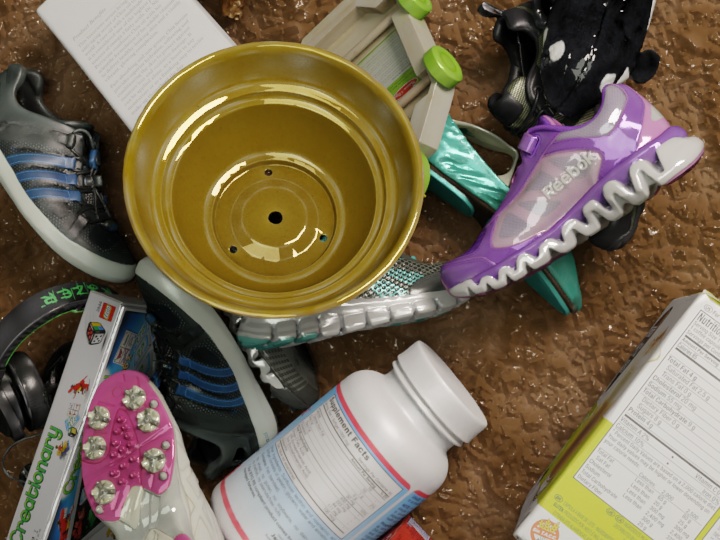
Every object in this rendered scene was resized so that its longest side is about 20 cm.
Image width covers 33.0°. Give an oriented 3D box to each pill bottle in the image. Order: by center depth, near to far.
[{"bbox_3d":[-0.007,0.147,0.913,0.200,0.109,0.109,-40,83,6],"label":"pill bottle"}]

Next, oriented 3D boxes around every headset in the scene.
[{"bbox_3d":[-0.237,0.103,0.951,0.094,0.123,0.200,47,128,33],"label":"headset"}]

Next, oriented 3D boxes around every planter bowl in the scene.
[{"bbox_3d":[-0.059,-0.050,0.840,0.199,0.084,0.201,1,70,-3],"label":"planter bowl"}]

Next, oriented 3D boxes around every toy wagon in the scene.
[{"bbox_3d":[0.009,-0.115,0.907,0.155,0.039,0.201,-38,56,29],"label":"toy wagon"}]

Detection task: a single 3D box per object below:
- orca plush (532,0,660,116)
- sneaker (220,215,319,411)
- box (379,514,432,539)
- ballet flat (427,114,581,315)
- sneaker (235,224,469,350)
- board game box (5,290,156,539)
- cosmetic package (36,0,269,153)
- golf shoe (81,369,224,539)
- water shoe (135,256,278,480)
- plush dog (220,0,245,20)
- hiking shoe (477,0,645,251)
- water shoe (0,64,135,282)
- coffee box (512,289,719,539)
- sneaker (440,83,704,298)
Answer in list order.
[{"bbox_3d":[0.196,-0.197,0.865,0.200,0.071,0.105,-42,89,-26],"label":"orca plush"},{"bbox_3d":[-0.068,0.009,0.948,0.090,0.066,0.201,-28,82,10],"label":"sneaker"},{"bbox_3d":[0.022,0.253,0.859,0.095,0.200,0.100,-43,83,5],"label":"box"},{"bbox_3d":[0.109,-0.056,0.923,0.200,0.067,0.070,43,82,6],"label":"ballet flat"},{"bbox_3d":[0.000,0.000,0.906,0.199,0.078,0.092,-9,85,-21],"label":"sneaker"},{"bbox_3d":[-0.191,0.119,0.934,0.034,0.126,0.201,20,91,24],"label":"board game box"},{"bbox_3d":[-0.150,-0.159,0.940,0.101,0.071,0.200,-42,68,5],"label":"cosmetic package"},{"bbox_3d":[-0.142,0.170,0.863,0.075,0.092,0.201,-20,73,9],"label":"golf shoe"},{"bbox_3d":[-0.126,0.080,0.900,0.079,0.200,0.071,-38,38,-16],"label":"water shoe"},{"bbox_3d":[-0.100,-0.283,0.907,0.199,0.172,0.161,18,92,9],"label":"plush dog"},{"bbox_3d":[0.142,-0.106,0.898,0.100,0.076,0.201,-9,77,-19],"label":"hiking shoe"},{"bbox_3d":[-0.237,-0.080,0.967,0.079,0.071,0.200,-43,82,10],"label":"water shoe"},{"bbox_3d":[0.245,0.150,0.825,0.200,0.200,0.198,37,94,9],"label":"coffee box"},{"bbox_3d":[0.131,-0.056,0.835,0.200,0.080,0.089,-36,85,19],"label":"sneaker"}]
